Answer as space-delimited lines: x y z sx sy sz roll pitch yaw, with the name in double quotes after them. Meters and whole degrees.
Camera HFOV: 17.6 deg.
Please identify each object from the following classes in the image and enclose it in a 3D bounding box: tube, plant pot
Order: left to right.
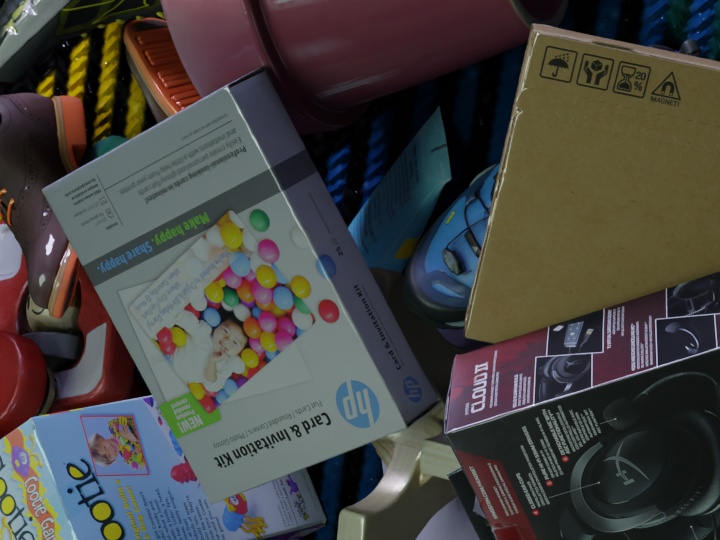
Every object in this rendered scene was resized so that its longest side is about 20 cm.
0.000 0.000 1.367 0.200 0.050 0.078 -58 26 29 "tube"
0.011 -0.179 1.261 0.179 0.200 0.201 -5 92 24 "plant pot"

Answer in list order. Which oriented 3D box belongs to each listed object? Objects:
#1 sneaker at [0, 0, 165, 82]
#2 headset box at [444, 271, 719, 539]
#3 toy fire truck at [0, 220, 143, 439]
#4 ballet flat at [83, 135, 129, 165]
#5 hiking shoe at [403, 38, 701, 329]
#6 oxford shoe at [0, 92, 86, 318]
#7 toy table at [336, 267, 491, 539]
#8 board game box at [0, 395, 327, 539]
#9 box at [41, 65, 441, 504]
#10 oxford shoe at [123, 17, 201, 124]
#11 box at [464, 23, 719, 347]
-0.143 -0.176 1.413 0.200 0.085 0.075 -42 26 12 "sneaker"
0.144 0.096 1.155 0.200 0.077 0.149 -19 116 18 "headset box"
-0.226 0.040 1.540 0.200 0.112 0.168 -14 68 40 "toy fire truck"
-0.129 -0.018 1.464 0.200 0.070 0.067 45 122 28 "ballet flat"
0.096 -0.050 1.210 0.200 0.087 0.074 -40 63 4 "hiking shoe"
-0.211 -0.042 1.471 0.200 0.072 0.071 -104 28 -52 "oxford shoe"
0.036 0.091 1.306 0.184 0.117 0.201 -3 92 40 "toy table"
-0.136 0.141 1.403 0.103 0.200 0.105 -33 74 38 "board game box"
-0.066 0.012 1.248 0.156 0.041 0.200 -24 97 39 "box"
-0.096 -0.070 1.432 0.200 0.071 0.073 57 135 23 "oxford shoe"
0.164 -0.024 1.162 0.199 0.021 0.164 11 107 -3 "box"
